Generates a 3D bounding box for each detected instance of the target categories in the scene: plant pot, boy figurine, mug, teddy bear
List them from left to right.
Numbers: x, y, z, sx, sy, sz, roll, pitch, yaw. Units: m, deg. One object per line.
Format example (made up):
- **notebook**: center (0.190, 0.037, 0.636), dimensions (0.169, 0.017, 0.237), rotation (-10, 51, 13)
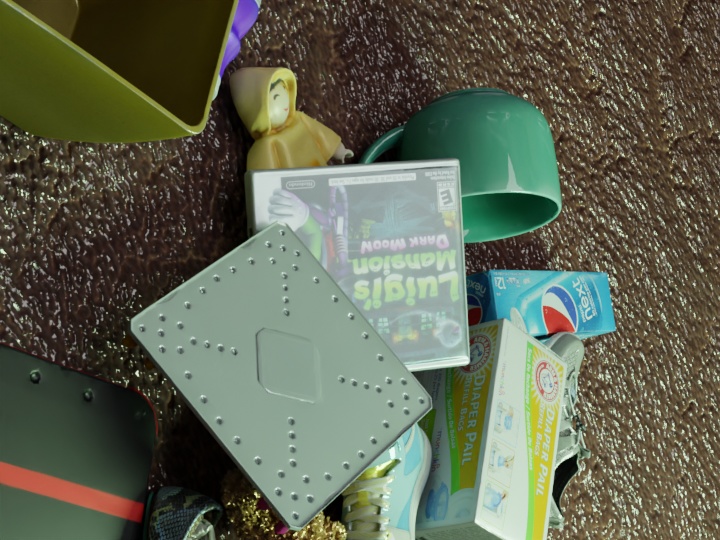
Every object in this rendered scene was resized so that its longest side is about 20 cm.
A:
- **plant pot**: center (-0.221, -0.209, 1.184), dimensions (0.199, 0.175, 0.202), rotation (34, 56, -36)
- **teddy bear**: center (-0.057, 0.192, 1.276), dimensions (0.201, 0.066, 0.146), rotation (-89, 154, -63)
- **boy figurine**: center (-0.050, -0.092, 1.421), dimensions (0.124, 0.064, 0.202), rotation (-38, 109, -44)
- **mug**: center (0.098, -0.106, 1.520), dimensions (0.184, 0.151, 0.116), rotation (12, 67, -45)

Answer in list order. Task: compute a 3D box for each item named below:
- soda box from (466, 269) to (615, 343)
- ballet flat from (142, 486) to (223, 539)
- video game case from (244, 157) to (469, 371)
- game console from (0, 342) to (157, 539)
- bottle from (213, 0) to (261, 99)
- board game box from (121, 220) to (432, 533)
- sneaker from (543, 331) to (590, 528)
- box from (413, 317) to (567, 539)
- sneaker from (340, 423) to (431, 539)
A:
- **soda box**: center (0.170, 0.038, 1.618), dimensions (0.199, 0.067, 0.065), rotation (0, 78, -48)
- **ballet flat**: center (-0.140, 0.259, 1.202), dimensions (0.074, 0.074, 0.202), rotation (25, 63, -40)
- **video game case**: center (0.000, 0.000, 1.394), dimensions (0.198, 0.023, 0.184), rotation (-5, 94, -24)
- **game console**: center (-0.237, 0.151, 1.174), dimensions (0.199, 0.031, 0.179), rotation (25, 66, -40)
- **bottle**: center (-0.125, -0.239, 1.381), dimensions (0.083, 0.065, 0.202), rotation (31, 57, -37)
- **board game box**: center (-0.062, 0.080, 1.267), dimensions (0.200, 0.026, 0.200), rotation (50, 43, 3)
- **sneaker**: center (0.192, 0.159, 1.568), dimensions (0.075, 0.081, 0.202), rotation (39, 64, -57)
- **box**: center (0.109, 0.160, 1.482), dimensions (0.101, 0.112, 0.202), rotation (34, 54, -36)
- **sneaker**: center (0.002, 0.185, 1.357), dimensions (0.131, 0.079, 0.202), rotation (67, 26, -46)
